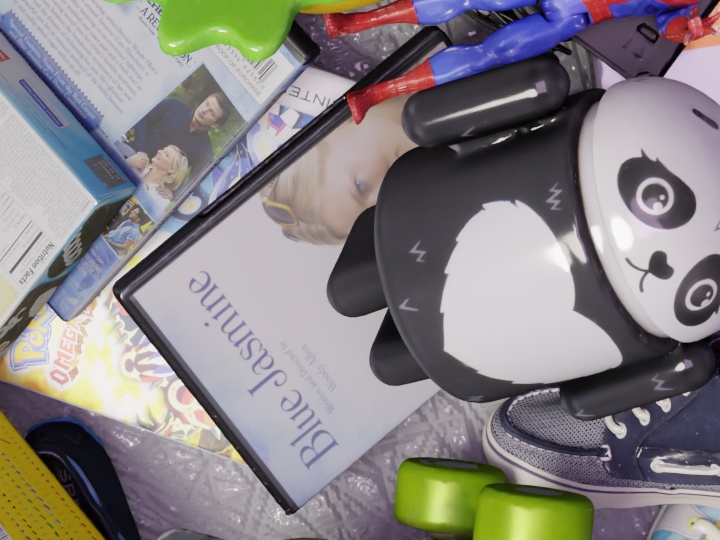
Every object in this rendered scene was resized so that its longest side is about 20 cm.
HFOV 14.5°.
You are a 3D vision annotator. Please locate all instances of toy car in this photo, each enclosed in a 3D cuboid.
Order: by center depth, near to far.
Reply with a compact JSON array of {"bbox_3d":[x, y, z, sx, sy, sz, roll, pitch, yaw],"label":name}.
[{"bbox_3d":[-0.010,0.173,1.305,0.199,0.158,0.165,5,93,-27],"label":"toy car"}]

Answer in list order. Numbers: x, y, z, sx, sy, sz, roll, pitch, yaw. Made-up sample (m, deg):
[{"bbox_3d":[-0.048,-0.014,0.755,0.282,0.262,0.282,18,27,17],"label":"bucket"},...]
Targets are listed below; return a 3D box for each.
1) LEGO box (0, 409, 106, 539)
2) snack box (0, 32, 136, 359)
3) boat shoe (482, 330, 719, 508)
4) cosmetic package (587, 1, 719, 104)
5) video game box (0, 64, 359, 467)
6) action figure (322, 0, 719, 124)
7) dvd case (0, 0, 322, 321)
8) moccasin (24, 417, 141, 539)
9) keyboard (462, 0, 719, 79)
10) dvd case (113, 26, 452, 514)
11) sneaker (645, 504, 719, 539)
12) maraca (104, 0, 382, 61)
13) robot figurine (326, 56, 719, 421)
[{"bbox_3d":[-0.197,0.159,1.347,0.200,0.077,0.149,50,123,7],"label":"LEGO box"},{"bbox_3d":[-0.205,-0.012,1.368,0.116,0.037,0.200,48,121,10],"label":"snack box"},{"bbox_3d":[0.147,0.062,1.345,0.199,0.075,0.093,4,133,22],"label":"boat shoe"},{"bbox_3d":[0.165,-0.070,1.373,0.101,0.071,0.201,-9,93,4],"label":"cosmetic package"},{"bbox_3d":[-0.075,-0.016,1.405,0.181,0.047,0.201,18,94,5],"label":"video game box"},{"bbox_3d":[0.085,-0.118,1.268,0.199,0.099,0.066,-17,94,1],"label":"action figure"},{"bbox_3d":[-0.126,-0.089,1.337,0.143,0.018,0.200,48,120,6],"label":"dvd case"},{"bbox_3d":[-0.135,0.175,1.406,0.080,0.068,0.201,-23,92,5],"label":"moccasin"},{"bbox_3d":[0.070,-0.161,1.330,0.200,0.040,0.104,37,96,0],"label":"keyboard"},{"bbox_3d":[0.000,0.000,1.358,0.200,0.018,0.143,-40,109,-6],"label":"dvd case"},{"bbox_3d":[0.159,0.163,1.357,0.079,0.131,0.200,35,93,2],"label":"sneaker"},{"bbox_3d":[-0.027,-0.163,1.246,0.200,0.107,0.137,-38,58,-23],"label":"maraca"},{"bbox_3d":[0.085,-0.011,1.267,0.199,0.150,0.126,-17,67,28],"label":"robot figurine"}]
